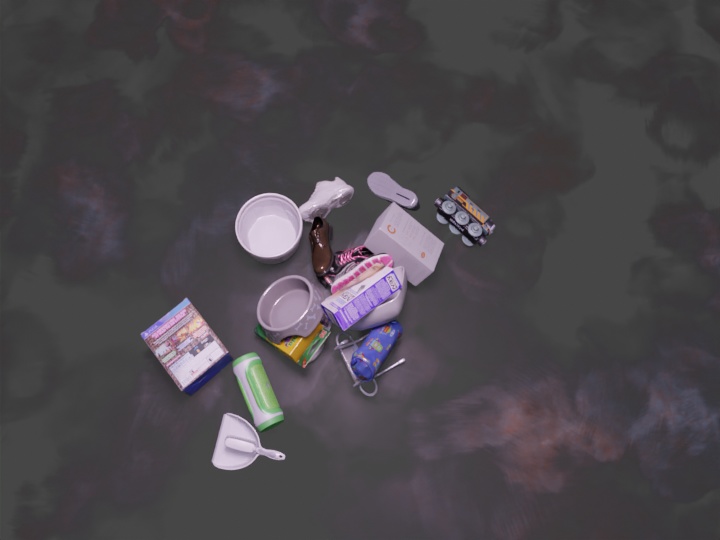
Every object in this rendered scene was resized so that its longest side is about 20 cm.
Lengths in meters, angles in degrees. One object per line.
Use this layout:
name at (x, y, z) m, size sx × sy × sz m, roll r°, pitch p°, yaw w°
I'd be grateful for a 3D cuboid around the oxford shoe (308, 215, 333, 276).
oxford shoe at (-0.125, -0.074, 1.748) m, size 0.071 × 0.085 × 0.203 m, roll -20°, pitch 51°, yaw 18°

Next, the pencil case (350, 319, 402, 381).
pencil case at (0.042, 0.206, 1.619) m, size 0.086 × 0.078 × 0.201 m, roll 39°, pitch 46°, yaw 0°

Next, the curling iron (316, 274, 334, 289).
curling iron at (-0.058, 0.077, 1.750) m, size 0.026 × 0.050 × 0.200 m, roll -42°, pitch 83°, yaw -14°

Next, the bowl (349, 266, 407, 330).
bowl at (0.043, 0.089, 1.667) m, size 0.196 × 0.201 × 0.076 m, roll -19°, pitch 114°, yaw 21°

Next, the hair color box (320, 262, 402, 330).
hair color box at (0.001, 0.066, 1.587) m, size 0.198 × 0.109 × 0.066 m, roll -35°, pitch 111°, yaw -15°

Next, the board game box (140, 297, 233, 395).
board game box at (-0.478, 0.212, 1.655) m, size 0.159 × 0.097 × 0.201 m, roll -38°, pitch 76°, yaw -14°

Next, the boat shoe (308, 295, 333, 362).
boat shoe at (-0.115, 0.164, 1.701) m, size 0.071 × 0.069 × 0.202 m, roll 30°, pitch 72°, yaw 8°

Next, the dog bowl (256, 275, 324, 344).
dog bowl at (-0.197, 0.101, 1.639) m, size 0.196 × 0.059 × 0.203 m, roll -14°, pitch 51°, yaw 17°

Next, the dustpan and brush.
dustpan and brush at (-0.292, 0.470, 1.585) m, size 0.195 × 0.057 × 0.143 m, roll 13°, pitch 79°, yaw 2°

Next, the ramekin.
ramekin at (-0.266, -0.116, 1.774) m, size 0.195 × 0.105 × 0.205 m, roll 1°, pitch 71°, yaw -2°

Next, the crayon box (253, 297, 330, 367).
crayon box at (-0.192, 0.168, 1.659) m, size 0.198 × 0.051 × 0.128 m, roll 24°, pitch 69°, yaw 37°

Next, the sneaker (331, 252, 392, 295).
sneaker at (0.000, 0.000, 1.710) m, size 0.198 × 0.074 × 0.088 m, roll -32°, pitch 28°, yaw 10°

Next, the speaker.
speaker at (-0.280, 0.331, 1.628) m, size 0.087 × 0.089 × 0.203 m, roll -24°, pitch 73°, yaw -10°

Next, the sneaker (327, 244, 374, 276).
sneaker at (-0.024, -0.040, 1.763) m, size 0.195 × 0.096 × 0.081 m, roll -14°, pitch 73°, yaw -5°

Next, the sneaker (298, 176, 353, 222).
sneaker at (-0.121, -0.222, 1.835) m, size 0.198 × 0.079 × 0.100 m, roll -30°, pitch 63°, yaw -28°

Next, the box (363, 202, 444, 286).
box at (0.127, -0.076, 1.728) m, size 0.199 × 0.097 × 0.125 m, roll 38°, pitch 48°, yaw -10°

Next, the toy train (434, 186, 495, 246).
toy train at (0.321, -0.166, 1.829) m, size 0.199 × 0.086 × 0.114 m, roll 42°, pitch 65°, yaw 11°

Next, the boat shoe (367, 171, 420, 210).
boat shoe at (0.101, -0.235, 1.850) m, size 0.199 × 0.071 × 0.072 m, roll 38°, pitch 86°, yaw 31°

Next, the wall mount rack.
wall mount rack at (0.023, 0.241, 1.682) m, size 0.172 × 0.075 × 0.202 m, roll -16°, pitch 70°, yaw -43°
